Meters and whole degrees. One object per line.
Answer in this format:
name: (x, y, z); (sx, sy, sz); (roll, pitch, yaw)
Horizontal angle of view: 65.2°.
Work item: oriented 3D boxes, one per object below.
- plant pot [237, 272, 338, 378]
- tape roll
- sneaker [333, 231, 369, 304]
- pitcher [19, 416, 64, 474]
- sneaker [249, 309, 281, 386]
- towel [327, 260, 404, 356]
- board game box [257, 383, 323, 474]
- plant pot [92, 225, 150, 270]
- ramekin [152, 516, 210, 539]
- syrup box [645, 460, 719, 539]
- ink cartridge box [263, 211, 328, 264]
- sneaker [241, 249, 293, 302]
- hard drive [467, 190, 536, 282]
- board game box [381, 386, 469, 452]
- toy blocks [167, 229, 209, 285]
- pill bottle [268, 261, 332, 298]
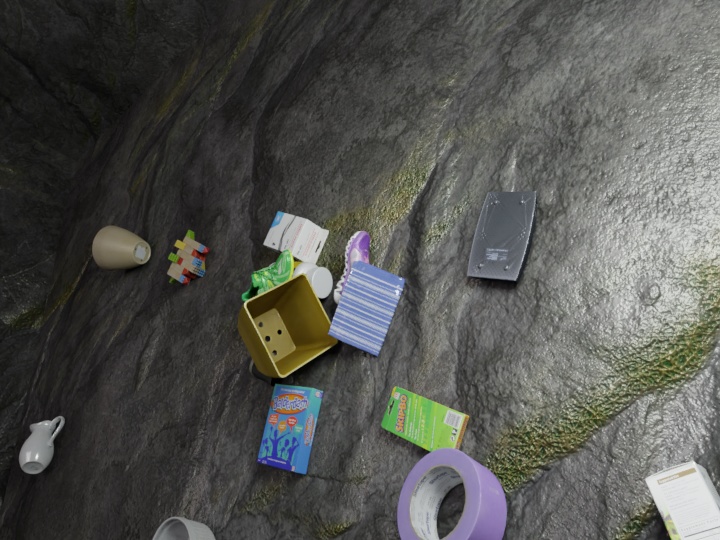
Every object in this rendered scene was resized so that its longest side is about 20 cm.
plant pot: (-0.210, 0.159, 1.463); (0.175, 0.198, 0.204); (-31, 87, 52)
tape roll: (0.166, 0.443, 1.042); (0.198, 0.084, 0.203); (-36, 33, 28)
sneaker: (0.000, 0.000, 1.466); (0.087, 0.080, 0.206); (8, 80, 37)
pitcher: (-1.279, 0.697, 2.272); (0.169, 0.122, 0.202); (-30, 39, 8)
sneaker: (-0.234, 0.216, 1.578); (0.105, 0.074, 0.206); (19, 92, 41)
towel: (0.015, 0.090, 1.398); (0.141, 0.024, 0.205); (20, 82, 12)
board game box: (-0.181, 0.402, 1.447); (0.149, 0.045, 0.206); (-5, 65, 41)
plant pot: (-0.976, -0.083, 2.348); (0.195, 0.187, 0.193); (8, 73, 29)
ramekin: (-0.466, 0.764, 1.485); (0.197, 0.104, 0.206); (-21, 56, 34)
syrup box: (0.496, 0.389, 0.804); (0.081, 0.078, 0.204); (-33, 51, 26)
ink cartridge box: (-0.195, -0.099, 1.695); (0.197, 0.067, 0.119); (18, 82, 45)
sneaker: (-0.248, 0.027, 1.512); (0.201, 0.083, 0.075); (-51, 43, 16)
hard drive: (0.314, -0.073, 1.230); (0.132, 0.042, 0.206); (4, 73, 43)
board game box: (0.133, 0.325, 1.209); (0.197, 0.030, 0.098); (13, 78, 43)
toy blocks: (-0.612, -0.027, 2.038); (0.135, 0.099, 0.204); (23, 85, 35)
pill bottle: (-0.173, 0.032, 1.578); (0.196, 0.110, 0.114); (0, 69, 42)
